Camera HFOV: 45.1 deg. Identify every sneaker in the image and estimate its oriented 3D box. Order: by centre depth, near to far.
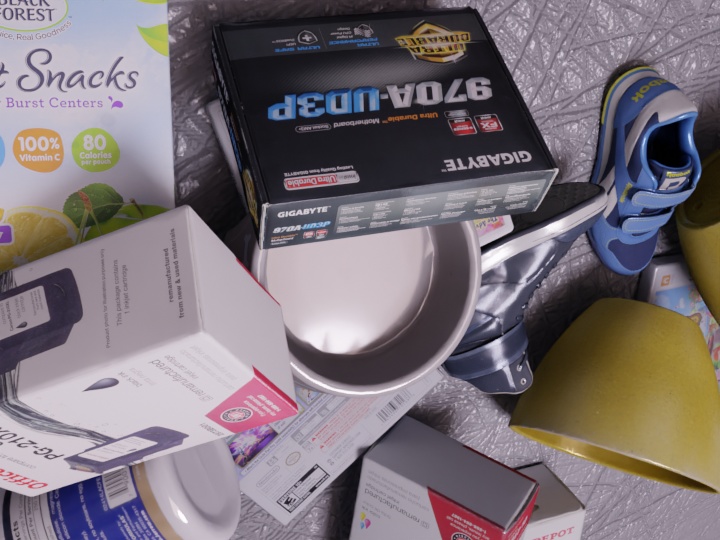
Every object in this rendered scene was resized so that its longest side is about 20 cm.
[{"bbox_3d":[0.146,0.021,0.777,0.201,0.077,0.147,-29,113,2],"label":"sneaker"},{"bbox_3d":[0.258,-0.076,0.789,0.073,0.082,0.202,-17,123,-19],"label":"sneaker"}]

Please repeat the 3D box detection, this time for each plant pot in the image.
[{"bbox_3d":[0.376,-0.039,0.797,0.141,0.200,0.201,35,97,-18],"label":"plant pot"},{"bbox_3d":[0.256,0.111,0.827,0.199,0.199,0.144,25,77,-33],"label":"plant pot"}]

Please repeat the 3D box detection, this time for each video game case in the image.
[{"bbox_3d":[0.005,-0.077,0.669,0.198,0.024,0.184,-24,105,-13],"label":"video game case"},{"bbox_3d":[-0.053,0.097,0.745,0.200,0.045,0.182,-42,124,-1],"label":"video game case"},{"bbox_3d":[0.370,0.071,0.955,0.179,0.022,0.203,-8,118,-22],"label":"video game case"}]

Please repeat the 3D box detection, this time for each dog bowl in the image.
[{"bbox_3d":[0.000,0.000,0.635,0.197,0.059,0.203,-3,100,-18],"label":"dog bowl"}]

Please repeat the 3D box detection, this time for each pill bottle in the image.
[{"bbox_3d":[-0.200,0.183,0.651,0.198,0.116,0.116,-25,126,13],"label":"pill bottle"}]

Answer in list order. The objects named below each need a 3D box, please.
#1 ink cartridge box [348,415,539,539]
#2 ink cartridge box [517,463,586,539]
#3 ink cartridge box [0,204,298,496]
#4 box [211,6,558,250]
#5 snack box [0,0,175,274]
[{"bbox_3d":[0.067,0.262,0.810,0.083,0.144,0.203,-34,140,-52],"label":"ink cartridge box"},{"bbox_3d":[0.151,0.326,0.938,0.143,0.088,0.203,-9,120,-23],"label":"ink cartridge box"},{"bbox_3d":[-0.157,0.058,0.522,0.197,0.085,0.145,-19,151,9],"label":"ink cartridge box"},{"bbox_3d":[0.010,-0.102,0.581,0.197,0.161,0.046,-8,148,-17],"label":"box"},{"bbox_3d":[-0.201,-0.087,0.531,0.166,0.068,0.203,-4,100,-18],"label":"snack box"}]
